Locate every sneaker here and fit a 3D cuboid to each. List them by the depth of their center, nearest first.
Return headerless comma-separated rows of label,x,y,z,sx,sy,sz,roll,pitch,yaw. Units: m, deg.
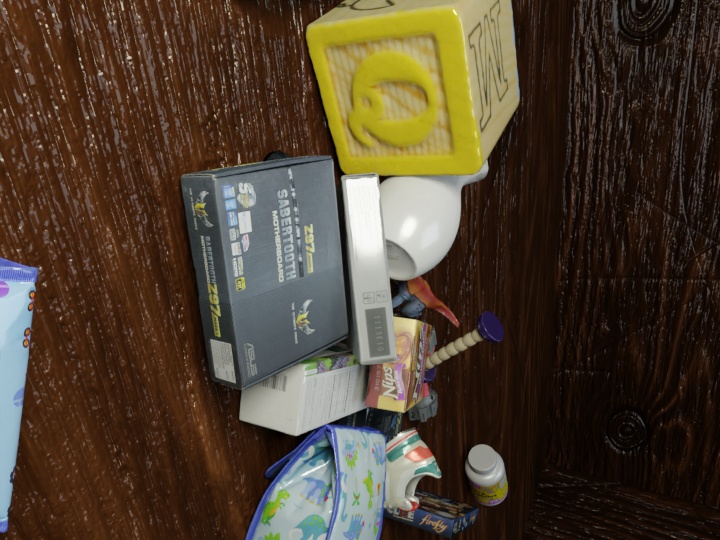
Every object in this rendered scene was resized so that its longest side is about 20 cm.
sneaker,0.028,0.318,0.891,0.200,0.093,0.070,-45,158,9

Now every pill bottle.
pill bottle,0.339,0.549,1.695,0.104,0.104,0.200,-63,148,-34

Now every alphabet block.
alphabet block,0.077,-0.248,0.783,0.200,0.195,0.197,-56,138,-45

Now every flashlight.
flashlight,0.112,0.187,1.150,0.068,0.067,0.201,-57,144,-47

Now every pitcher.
pitcher,0.057,-0.092,0.833,0.200,0.171,0.121,-58,148,-31

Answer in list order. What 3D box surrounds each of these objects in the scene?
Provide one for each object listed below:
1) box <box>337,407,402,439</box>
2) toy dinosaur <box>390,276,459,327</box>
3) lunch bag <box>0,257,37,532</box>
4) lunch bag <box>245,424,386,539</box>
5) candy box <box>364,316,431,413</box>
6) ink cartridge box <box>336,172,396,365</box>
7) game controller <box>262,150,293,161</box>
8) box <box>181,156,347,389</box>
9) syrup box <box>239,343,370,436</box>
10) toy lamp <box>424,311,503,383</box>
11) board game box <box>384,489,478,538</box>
box,0.024,0.190,0.982,0.158,0.051,0.201,12,86,-64
toy dinosaur,0.080,0.012,0.944,0.182,0.199,0.105,119,-26,-68
lunch bag,-0.275,0.063,0.289,0.200,0.094,0.151,2,99,-55
lunch bag,-0.042,0.292,0.789,0.170,0.127,0.201,33,77,-62
candy box,0.057,0.126,0.863,0.200,0.056,0.117,28,70,-75
ink cartridge box,0.000,0.000,0.737,0.174,0.043,0.201,172,-88,-85
game controller,-0.093,-0.028,0.697,0.104,0.042,0.201,23,76,-49
box,-0.086,-0.006,0.621,0.157,0.051,0.201,-21,112,-50
syrup box,-0.055,0.136,0.766,0.200,0.078,0.082,2,95,-65
toy lamp,0.141,0.135,1.025,0.058,0.200,0.058,26,44,-29
board game box,0.139,0.466,1.213,0.200,0.135,0.035,31,70,-64
